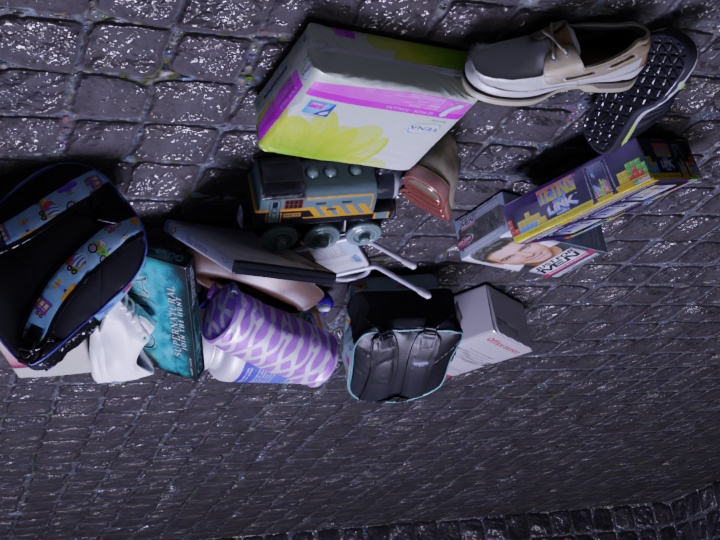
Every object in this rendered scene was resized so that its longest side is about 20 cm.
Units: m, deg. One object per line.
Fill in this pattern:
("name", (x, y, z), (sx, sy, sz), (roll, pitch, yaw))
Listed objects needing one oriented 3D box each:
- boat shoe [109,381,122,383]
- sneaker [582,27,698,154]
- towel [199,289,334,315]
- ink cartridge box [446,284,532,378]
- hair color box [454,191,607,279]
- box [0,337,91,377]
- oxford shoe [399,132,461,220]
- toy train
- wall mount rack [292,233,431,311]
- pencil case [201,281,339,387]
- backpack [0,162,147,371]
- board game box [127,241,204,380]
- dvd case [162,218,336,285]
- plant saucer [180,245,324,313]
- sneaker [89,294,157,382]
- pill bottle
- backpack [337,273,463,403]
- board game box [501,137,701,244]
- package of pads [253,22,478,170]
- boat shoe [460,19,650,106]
("boat shoe", (-0.310, 0.055, 1.574), (0.074, 0.087, 0.204), (12, 120, -32))
("sneaker", (0.313, -0.203, 1.242), (0.082, 0.072, 0.200), (-25, 167, -28))
("towel", (-0.154, 0.066, 1.685), (0.197, 0.050, 0.147), (7, 153, -33))
("ink cartridge box", (0.161, 0.106, 1.853), (0.197, 0.086, 0.144), (-21, 155, 28))
("hair color box", (0.235, -0.045, 1.560), (0.197, 0.062, 0.099), (10, 151, -37))
("box", (-0.400, 0.041, 1.430), (0.107, 0.130, 0.201), (-5, 157, -6))
("oxford shoe", (0.092, -0.110, 1.343), (0.070, 0.075, 0.200), (30, 175, 1))
("toy train", (-0.047, -0.084, 1.341), (0.196, 0.086, 0.115), (-4, 147, -13))
("wall mount rack", (0.000, 0.000, 1.552), (0.170, 0.076, 0.200), (-11, 158, 10))
("pencil case", (-0.118, 0.086, 1.484), (0.199, 0.086, 0.084), (31, 107, -36))
("backpack", (-0.338, -0.011, 1.266), (0.199, 0.183, 0.135), (-41, 175, -11))
("board game box", (-0.268, 0.046, 1.446), (0.133, 0.028, 0.202), (15, 133, 14))
("dvd case", (-0.136, -0.024, 1.365), (0.141, 0.018, 0.199), (7, -168, -35))
("plant saucer", (-0.145, 0.016, 1.485), (0.197, 0.033, 0.200), (16, 167, 4))
("sneaker", (-0.297, 0.054, 1.411), (0.087, 0.076, 0.203), (1, 130, 2))
("pill bottle", (-0.152, 0.100, 1.585), (0.197, 0.114, 0.112), (5, 154, -33))
("backpack", (0.053, 0.105, 1.708), (0.172, 0.155, 0.202), (-5, 137, -11))
("board game box", (0.300, -0.099, 1.413), (0.198, 0.058, 0.164), (-27, 167, 35))
("package of pads", (0.003, -0.171, 1.165), (0.197, 0.069, 0.154), (5, 153, -29))
("boat shoe", (0.197, -0.217, 1.139), (0.196, 0.076, 0.069), (-10, 153, -17))
